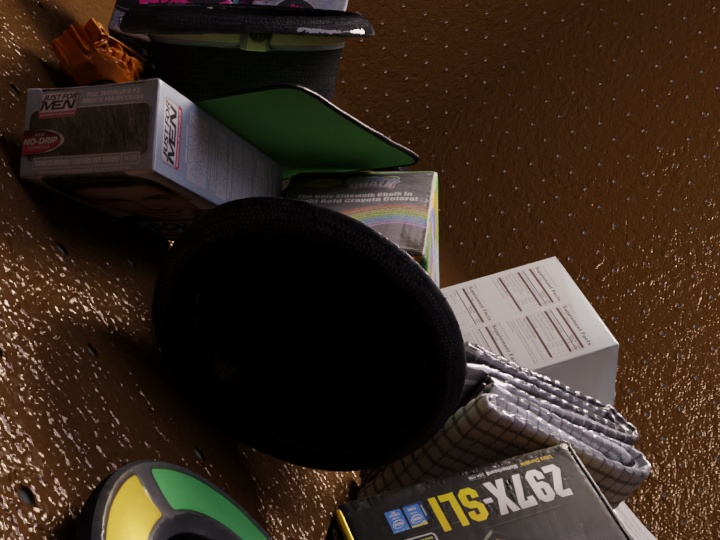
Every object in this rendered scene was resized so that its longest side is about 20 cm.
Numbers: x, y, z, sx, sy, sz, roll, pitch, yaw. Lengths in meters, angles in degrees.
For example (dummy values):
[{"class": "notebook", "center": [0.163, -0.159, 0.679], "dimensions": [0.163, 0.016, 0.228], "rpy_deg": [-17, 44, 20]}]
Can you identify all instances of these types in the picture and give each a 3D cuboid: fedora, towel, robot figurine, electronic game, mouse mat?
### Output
[{"class": "fedora", "center": [-0.089, -0.159, 0.804], "dimensions": [0.201, 0.197, 0.093], "rpy_deg": [-96, -171, -73]}, {"class": "towel", "center": [0.112, 0.158, 0.828], "dimensions": [0.198, 0.166, 0.086], "rpy_deg": [25, 33, -26]}, {"class": "robot figurine", "center": [-0.181, -0.135, 0.887], "dimensions": [0.146, 0.058, 0.200], "rpy_deg": [57, 10, 17]}, {"class": "electronic game", "center": [-0.054, 0.173, 0.453], "dimensions": [0.201, 0.041, 0.200], "rpy_deg": [52, 9, -11]}, {"class": "fedora", "center": [-0.027, 0.027, 0.640], "dimensions": [0.201, 0.199, 0.092], "rpy_deg": [50, 26, -18]}, {"class": "mouse mat", "center": [-0.063, -0.096, 0.743], "dimensions": [0.199, 0.158, 0.008], "rpy_deg": [21, 69, -61]}]

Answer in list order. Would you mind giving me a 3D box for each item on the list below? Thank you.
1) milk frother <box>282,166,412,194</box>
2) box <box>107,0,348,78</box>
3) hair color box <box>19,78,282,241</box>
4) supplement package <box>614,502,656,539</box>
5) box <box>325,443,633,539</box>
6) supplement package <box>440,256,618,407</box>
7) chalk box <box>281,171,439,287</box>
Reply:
[{"class": "milk frother", "center": [-0.019, -0.016, 1.030], "dimensions": [0.188, 0.178, 0.203], "rpy_deg": [44, 38, -39]}, {"class": "box", "center": [-0.119, -0.222, 0.952], "dimensions": [0.197, 0.117, 0.132], "rpy_deg": [15, -14, -4]}, {"class": "hair color box", "center": [-0.136, -0.069, 0.711], "dimensions": [0.200, 0.097, 0.062], "rpy_deg": [30, 60, -69]}, {"class": "supplement package", "center": [0.213, 0.300, 0.995], "dimensions": [0.200, 0.155, 0.111], "rpy_deg": [47, 12, -36]}, {"class": "box", "center": [0.094, 0.210, 0.671], "dimensions": [0.161, 0.197, 0.050], "rpy_deg": [59, -34, 39]}, {"class": "supplement package", "center": [0.145, 0.111, 1.068], "dimensions": [0.151, 0.197, 0.154], "rpy_deg": [-116, -165, -49]}, {"class": "chalk box", "center": [0.000, 0.000, 0.791], "dimensions": [0.201, 0.122, 0.126], "rpy_deg": [-73, 161, -64]}]
